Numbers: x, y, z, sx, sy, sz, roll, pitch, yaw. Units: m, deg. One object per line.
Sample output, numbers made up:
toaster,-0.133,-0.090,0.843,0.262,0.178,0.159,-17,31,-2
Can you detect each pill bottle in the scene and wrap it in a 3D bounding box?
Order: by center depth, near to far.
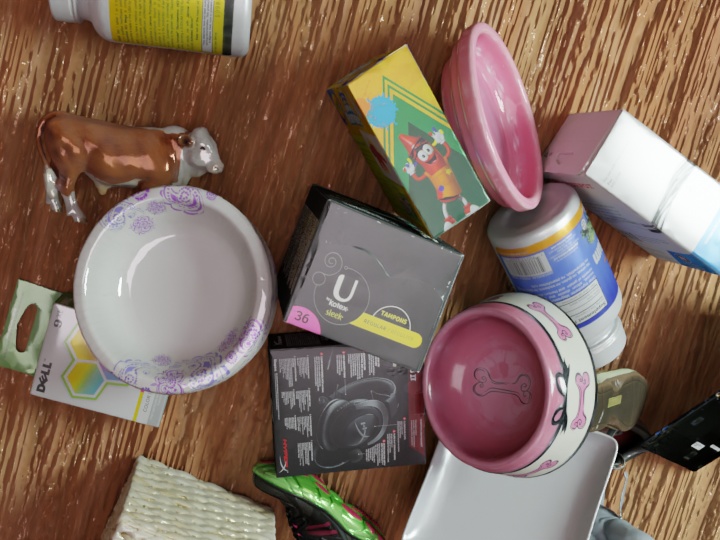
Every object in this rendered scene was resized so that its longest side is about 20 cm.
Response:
pill bottle,-0.207,-0.286,0.845,0.195,0.112,0.115,5,99,-10
pill bottle,0.233,0.012,0.959,0.111,0.112,0.202,-32,114,-2

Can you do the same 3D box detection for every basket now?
basket,-0.199,0.337,0.914,0.197,0.198,0.164,26,93,-12

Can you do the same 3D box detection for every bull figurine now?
bull figurine,-0.248,-0.108,0.895,0.195,0.065,0.124,11,100,-11

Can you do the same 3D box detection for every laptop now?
laptop,0.437,0.139,1.025,0.199,0.105,0.176,-41,137,23

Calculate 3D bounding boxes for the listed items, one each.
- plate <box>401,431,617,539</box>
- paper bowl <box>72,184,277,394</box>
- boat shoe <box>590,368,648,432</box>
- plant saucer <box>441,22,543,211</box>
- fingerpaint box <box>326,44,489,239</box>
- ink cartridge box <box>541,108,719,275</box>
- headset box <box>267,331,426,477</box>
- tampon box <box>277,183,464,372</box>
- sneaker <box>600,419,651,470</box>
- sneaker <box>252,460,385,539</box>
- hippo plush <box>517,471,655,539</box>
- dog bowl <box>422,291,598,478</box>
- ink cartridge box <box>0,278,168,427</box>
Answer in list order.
plate,0.169,0.255,0.946,0.196,0.032,0.203,16,73,24
paper bowl,-0.183,0.021,0.854,0.195,0.104,0.206,0,86,1
boat shoe,0.271,0.143,0.971,0.198,0.075,0.073,13,89,-51
plant saucer,0.140,-0.159,0.896,0.050,0.201,0.204,-15,104,27
fingerpaint box,0.043,-0.136,0.864,0.072,0.200,0.169,-31,102,-1
ink cartridge box,0.316,-0.090,0.941,0.198,0.146,0.087,34,92,-13
headset box,-0.007,0.148,0.970,0.195,0.077,0.153,-4,101,-9
tampon box,0.000,0.000,0.882,0.147,0.200,0.129,20,97,-11
sneaker,0.267,0.223,1.022,0.196,0.082,0.079,-22,103,-4
sneaker,-0.054,0.301,0.991,0.199,0.077,0.084,41,88,-12
hippo plush,0.244,0.333,0.964,0.157,0.160,0.205,4,72,-7
dog bowl,0.150,0.124,0.899,0.073,0.198,0.205,4,102,-48
ink cartridge box,-0.302,0.091,0.924,0.196,0.059,0.106,18,97,-11
